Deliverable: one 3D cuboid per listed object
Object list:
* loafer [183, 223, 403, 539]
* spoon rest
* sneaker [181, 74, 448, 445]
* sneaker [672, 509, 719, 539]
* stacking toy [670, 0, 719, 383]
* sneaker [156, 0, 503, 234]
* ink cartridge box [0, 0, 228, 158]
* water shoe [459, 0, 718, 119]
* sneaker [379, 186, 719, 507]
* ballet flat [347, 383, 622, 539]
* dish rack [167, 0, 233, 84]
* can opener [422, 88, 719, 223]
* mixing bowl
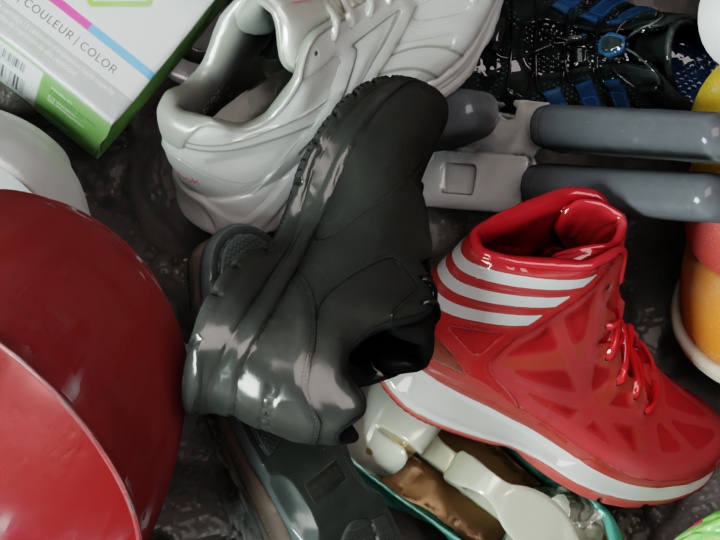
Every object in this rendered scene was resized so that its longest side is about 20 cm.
[{"bbox_3d":[-0.040,0.080,1.287,0.072,0.063,0.201,-25,95,-46],"label":"loafer"},{"bbox_3d":[-0.126,-0.012,1.300,0.199,0.099,0.061,30,70,-15],"label":"spoon rest"},{"bbox_3d":[0.000,0.000,1.234,0.090,0.076,0.200,23,55,11],"label":"sneaker"},{"bbox_3d":[0.219,0.145,1.344,0.199,0.077,0.084,-6,73,-13],"label":"sneaker"},{"bbox_3d":[0.197,-0.054,1.311,0.146,0.146,0.201,-31,127,-18],"label":"stacking toy"},{"bbox_3d":[-0.011,-0.105,1.290,0.078,0.099,0.200,37,77,28],"label":"sneaker"},{"bbox_3d":[-0.097,-0.162,1.312,0.104,0.059,0.200,38,71,-1],"label":"ink cartridge box"},{"bbox_3d":[0.124,-0.106,1.384,0.199,0.079,0.072,8,74,-11],"label":"water shoe"},{"bbox_3d":[0.111,0.034,1.295,0.199,0.116,0.079,16,37,-36],"label":"sneaker"},{"bbox_3d":[0.041,0.086,1.320,0.200,0.070,0.068,35,74,-2],"label":"ballet flat"},{"bbox_3d":[-0.066,-0.194,1.381,0.171,0.044,0.201,-29,84,-17],"label":"dish rack"},{"bbox_3d":[0.083,-0.052,1.307,0.067,0.199,0.054,9,88,-42],"label":"can opener"},{"bbox_3d":[-0.149,0.038,1.236,0.200,0.200,0.109,38,56,-1],"label":"mixing bowl"}]
